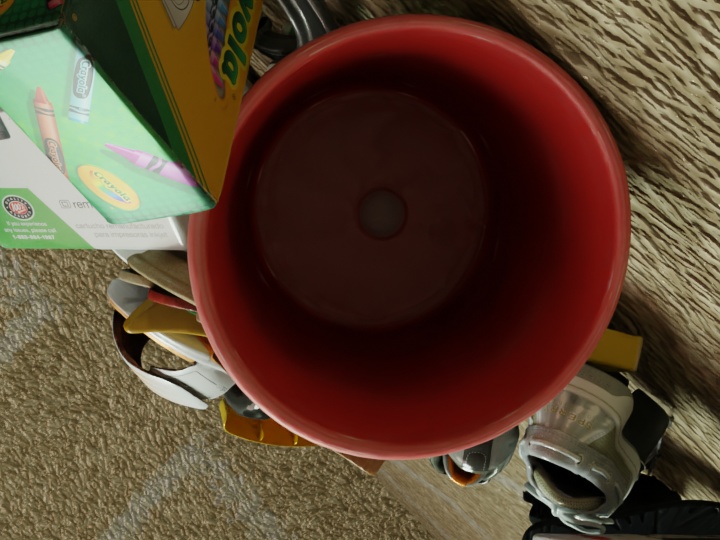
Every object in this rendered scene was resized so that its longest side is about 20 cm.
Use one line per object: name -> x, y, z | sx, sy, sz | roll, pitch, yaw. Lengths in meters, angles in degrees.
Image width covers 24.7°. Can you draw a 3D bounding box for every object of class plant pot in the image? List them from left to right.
plant pot -> 0.015, -0.023, 0.803 | 0.200, 0.200, 0.177 | 44, -179, -8

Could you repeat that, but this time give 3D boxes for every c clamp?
c clamp -> -0.086, -0.188, 0.907 | 0.200, 0.027, 0.171 | 54, 158, -19

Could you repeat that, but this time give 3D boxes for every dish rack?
dish rack -> 0.148, 0.093, 1.158 | 0.153, 0.055, 0.200 | 41, 171, 17

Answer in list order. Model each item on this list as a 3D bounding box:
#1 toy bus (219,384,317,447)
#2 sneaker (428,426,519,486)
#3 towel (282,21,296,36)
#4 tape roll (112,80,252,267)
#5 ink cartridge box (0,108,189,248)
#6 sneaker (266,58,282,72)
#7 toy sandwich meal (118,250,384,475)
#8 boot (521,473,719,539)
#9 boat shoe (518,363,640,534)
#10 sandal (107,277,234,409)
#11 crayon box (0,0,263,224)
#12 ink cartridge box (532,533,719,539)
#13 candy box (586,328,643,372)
toy bus -> -0.033, 0.017, 1.321 | 0.135, 0.200, 0.193 | 13, -135, -37
sneaker -> 0.064, 0.098, 1.043 | 0.074, 0.080, 0.200 | 8, 170, 1
towel -> 0.039, -0.065, 0.987 | 0.200, 0.023, 0.153 | 40, 170, 18
tape roll -> -0.119, -0.076, 1.149 | 0.203, 0.139, 0.203 | 44, -178, -2
ink cartridge box -> -0.172, -0.115, 0.939 | 0.146, 0.083, 0.201 | 1, 129, 29
sneaker -> -0.003, -0.032, 0.957 | 0.200, 0.087, 0.075 | 39, 167, -32
toy sandwich meal -> -0.060, 0.052, 1.006 | 0.204, 0.071, 0.205 | 26, -179, 0
boot -> 0.211, 0.189, 1.207 | 0.162, 0.197, 0.074 | -22, -72, -74
boat shoe -> 0.127, 0.117, 0.996 | 0.074, 0.065, 0.202 | 24, 160, 15
sandal -> -0.118, 0.066, 1.144 | 0.079, 0.059, 0.207 | 43, -176, 28
crayon box -> -0.093, -0.136, 0.693 | 0.058, 0.201, 0.119 | -8, 144, 25
ink cartridge box -> 0.205, 0.195, 0.948 | 0.199, 0.084, 0.147 | 1, 172, -4
candy box -> 0.063, 0.030, 0.988 | 0.199, 0.027, 0.102 | 12, 175, 1
